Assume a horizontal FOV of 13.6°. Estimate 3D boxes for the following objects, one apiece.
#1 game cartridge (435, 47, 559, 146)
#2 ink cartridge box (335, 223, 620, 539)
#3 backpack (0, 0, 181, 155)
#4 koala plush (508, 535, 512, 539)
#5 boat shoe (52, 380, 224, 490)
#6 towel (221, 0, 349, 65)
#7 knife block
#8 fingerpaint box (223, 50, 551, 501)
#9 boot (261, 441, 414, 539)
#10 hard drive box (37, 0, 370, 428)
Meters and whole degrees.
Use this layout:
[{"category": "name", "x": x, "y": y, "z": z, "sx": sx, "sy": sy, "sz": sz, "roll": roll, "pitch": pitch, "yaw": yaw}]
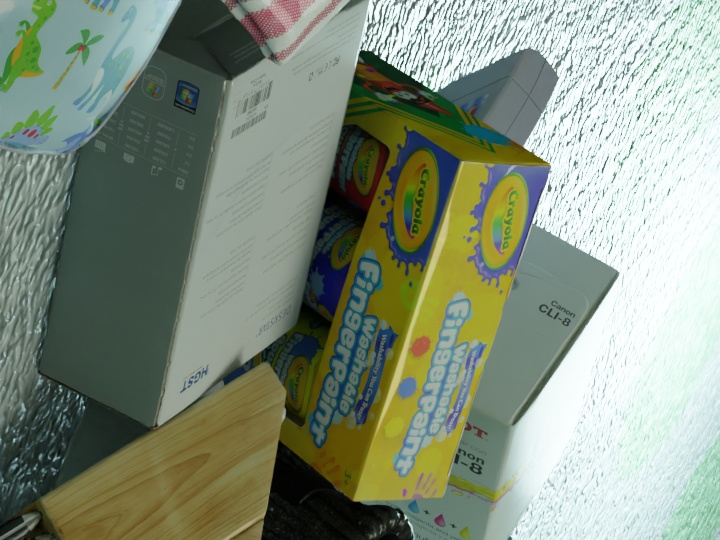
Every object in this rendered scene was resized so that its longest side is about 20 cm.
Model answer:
[{"category": "game cartridge", "x": 0.036, "y": -0.051, "z": 1.793, "sx": 0.133, "sy": 0.042, "sz": 0.200, "roll": -28, "pitch": -160, "yaw": 53}, {"category": "ink cartridge box", "x": 0.056, "y": 0.069, "z": 1.901, "sx": 0.145, "sy": 0.145, "sz": 0.201, "roll": -53, "pitch": 164, "yaw": -33}, {"category": "backpack", "x": -0.139, "y": -0.145, "z": 1.125, "sx": 0.201, "sy": 0.146, "sz": 0.183, "roll": -65, "pitch": 162, "yaw": 7}, {"category": "koala plush", "x": 0.086, "y": 0.241, "z": 2.138, "sx": 0.184, "sy": 0.199, "sz": 0.178, "roll": -22, "pitch": 133, "yaw": -64}, {"category": "boat shoe", "x": -0.135, "y": 0.133, "z": 1.610, "sx": 0.068, "sy": 0.071, "sz": 0.201, "roll": 112, "pitch": 3, "yaw": -61}, {"category": "towel", "x": -0.035, "y": -0.204, "z": 1.357, "sx": 0.146, "sy": 0.030, "sz": 0.200, "roll": -45, "pitch": 128, "yaw": -9}, {"category": "knife block", "x": -0.139, "y": 0.127, "z": 1.526, "sx": 0.064, "sy": 0.175, "sz": 0.201, "roll": -31, "pitch": -135, "yaw": 58}, {"category": "fingerpaint box", "x": 0.000, "y": 0.000, "z": 1.653, "sx": 0.073, "sy": 0.167, "sz": 0.201, "roll": 2, "pitch": 114, "yaw": -41}, {"category": "boot", "x": -0.030, "y": 0.143, "z": 1.765, "sx": 0.080, "sy": 0.157, "sz": 0.211, "roll": -68, "pitch": 161, "yaw": 7}, {"category": "hard drive box", "x": -0.079, "y": -0.044, "z": 1.538, "sx": 0.156, "sy": 0.076, "sz": 0.201, "roll": -36, "pitch": 144, "yaw": -56}]
